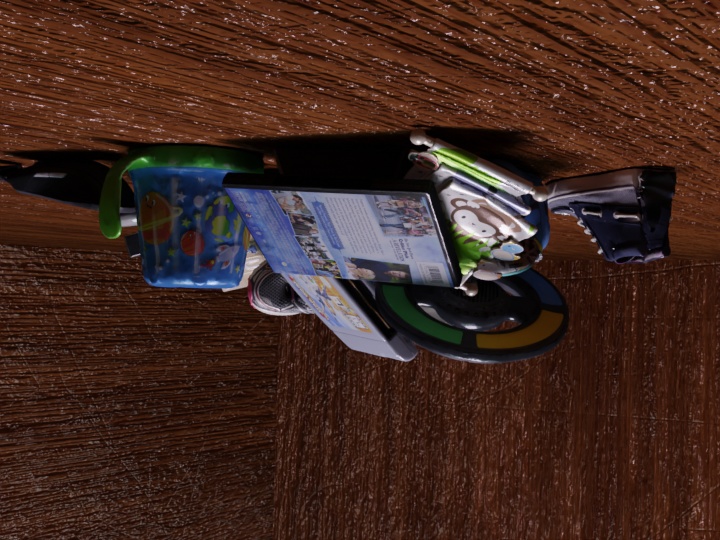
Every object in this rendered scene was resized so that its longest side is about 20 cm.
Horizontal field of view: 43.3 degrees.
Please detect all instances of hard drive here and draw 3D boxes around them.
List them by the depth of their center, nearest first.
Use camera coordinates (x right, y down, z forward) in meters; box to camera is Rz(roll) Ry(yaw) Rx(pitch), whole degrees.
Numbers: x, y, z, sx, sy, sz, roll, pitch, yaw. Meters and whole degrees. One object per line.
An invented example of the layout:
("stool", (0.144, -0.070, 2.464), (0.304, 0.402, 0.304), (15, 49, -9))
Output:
("hard drive", (-0.006, -0.088, 0.899), (0.134, 0.043, 0.200), (1, 178, 8))

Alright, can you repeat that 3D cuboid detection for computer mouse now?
("computer mouse", (-0.328, -0.097, 0.911), (0.199, 0.046, 0.140), (14, -172, 23))

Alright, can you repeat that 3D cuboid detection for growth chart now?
("growth chart", (0.084, -0.043, 0.809), (0.144, 0.018, 0.200), (21, 149, -5))

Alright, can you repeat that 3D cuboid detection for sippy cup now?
("sippy cup", (-0.163, -0.048, 0.897), (0.176, 0.131, 0.140), (1, 179, -11))

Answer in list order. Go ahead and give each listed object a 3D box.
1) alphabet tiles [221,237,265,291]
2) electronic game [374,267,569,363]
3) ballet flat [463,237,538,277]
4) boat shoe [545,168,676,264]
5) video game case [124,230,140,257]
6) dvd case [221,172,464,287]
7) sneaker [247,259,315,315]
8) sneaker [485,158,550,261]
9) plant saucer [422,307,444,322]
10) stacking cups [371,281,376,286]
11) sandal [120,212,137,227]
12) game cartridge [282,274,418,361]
("alphabet tiles", (-0.090, -0.020, 1.155), (0.198, 0.006, 0.167), (-13, 149, -1))
("electronic game", (0.113, 0.030, 0.926), (0.198, 0.042, 0.200), (5, -149, -3))
("ballet flat", (0.077, -0.033, 0.913), (0.199, 0.073, 0.072), (2, 179, 21))
("boat shoe", (0.261, -0.053, 0.985), (0.074, 0.094, 0.200), (2, 178, -18))
("video game case", (-0.168, -0.060, 1.062), (0.199, 0.026, 0.181), (-17, -173, -7))
("dvd case", (-0.014, -0.037, 0.833), (0.199, 0.018, 0.143), (5, 147, 22))
("sneaker", (-0.041, 0.015, 1.125), (0.198, 0.081, 0.075), (-5, -172, -14))
("sneaker", (0.156, -0.079, 0.943), (0.066, 0.079, 0.200), (7, 162, 25))
("plant saucer", (0.056, 0.019, 1.263), (0.199, 0.051, 0.200), (13, -157, -6))
("stacking cups", (0.000, 0.000, 1.065), (0.060, 0.201, 0.061), (-31, -170, 6))
("sandal", (-0.205, -0.086, 1.031), (0.082, 0.050, 0.202), (-11, -174, 32))
("game cartridge", (-0.030, 0.022, 1.024), (0.200, 0.042, 0.133), (50, 155, -22))
